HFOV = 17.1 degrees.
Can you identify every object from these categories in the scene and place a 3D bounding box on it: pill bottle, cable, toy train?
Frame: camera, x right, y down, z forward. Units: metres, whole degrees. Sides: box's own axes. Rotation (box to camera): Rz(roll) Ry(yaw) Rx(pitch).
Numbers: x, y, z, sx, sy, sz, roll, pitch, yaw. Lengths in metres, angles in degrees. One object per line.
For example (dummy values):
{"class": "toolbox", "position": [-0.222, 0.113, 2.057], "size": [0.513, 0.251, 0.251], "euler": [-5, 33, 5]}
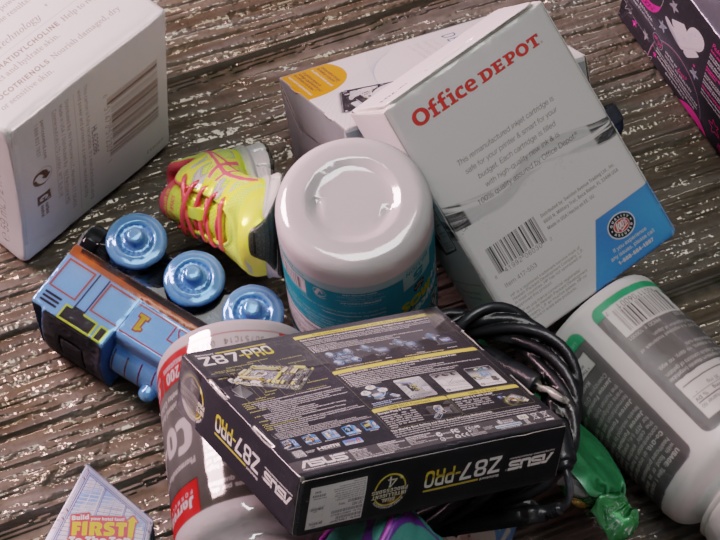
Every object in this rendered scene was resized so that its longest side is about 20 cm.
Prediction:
{"class": "pill bottle", "position": [0.000, 0.000, 1.715], "size": [0.110, 0.200, 0.111], "euler": [-1, 61, 3]}
{"class": "pill bottle", "position": [0.231, 0.107, 1.710], "size": [0.113, 0.113, 0.200], "euler": [-32, 63, -22]}
{"class": "pill bottle", "position": [-0.072, 0.144, 1.605], "size": [0.113, 0.114, 0.201], "euler": [-5, 55, -7]}
{"class": "cable", "position": [0.053, 0.104, 1.643], "size": [0.199, 0.051, 0.164], "euler": [-10, 69, 19]}
{"class": "toy train", "position": [-0.140, 0.044, 1.756], "size": [0.199, 0.087, 0.114], "euler": [31, 68, 15]}

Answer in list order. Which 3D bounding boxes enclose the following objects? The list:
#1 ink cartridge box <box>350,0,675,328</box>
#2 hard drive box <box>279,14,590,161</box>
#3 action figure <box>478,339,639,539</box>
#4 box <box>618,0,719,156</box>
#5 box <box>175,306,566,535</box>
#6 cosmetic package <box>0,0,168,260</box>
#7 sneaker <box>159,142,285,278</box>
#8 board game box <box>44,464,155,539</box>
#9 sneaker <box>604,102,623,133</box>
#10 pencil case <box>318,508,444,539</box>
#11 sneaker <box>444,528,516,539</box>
{"class": "ink cartridge box", "position": [0.109, -0.071, 1.726], "size": [0.146, 0.086, 0.201], "euler": [-35, 101, -13]}
{"class": "hard drive box", "position": [0.058, -0.122, 1.840], "size": [0.199, 0.077, 0.156], "euler": [-18, 24, -16]}
{"class": "action figure", "position": [0.126, 0.118, 1.692], "size": [0.055, 0.118, 0.200], "euler": [-52, 57, 12]}
{"class": "box", "position": [0.317, -0.194, 1.922], "size": [0.132, 0.115, 0.200], "euler": [-21, 60, -17]}
{"class": "box", "position": [0.006, 0.092, 1.529], "size": [0.199, 0.049, 0.161], "euler": [-10, 34, -31]}
{"class": "cosmetic package", "position": [-0.272, -0.154, 1.830], "size": [0.200, 0.168, 0.166], "euler": [37, 62, 21]}
{"class": "sneaker", "position": [-0.103, -0.042, 1.777], "size": [0.090, 0.079, 0.200], "euler": [-1, 15, -10]}
{"class": "board game box", "position": [-0.156, 0.238, 1.630], "size": [0.199, 0.062, 0.201], "euler": [8, 56, 3]}
{"class": "sneaker", "position": [0.163, -0.046, 1.854], "size": [0.082, 0.070, 0.200], "euler": [44, 55, -8]}
{"class": "pencil case", "position": [0.060, 0.225, 1.533], "size": [0.200, 0.085, 0.093], "euler": [41, 22, -20]}
{"class": "sneaker", "position": [0.055, 0.194, 1.667], "size": [0.072, 0.073, 0.200], "euler": [26, 57, 17]}
